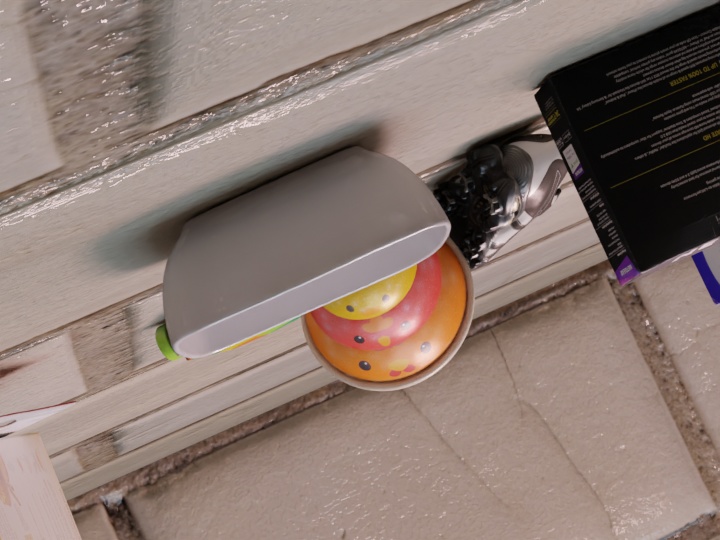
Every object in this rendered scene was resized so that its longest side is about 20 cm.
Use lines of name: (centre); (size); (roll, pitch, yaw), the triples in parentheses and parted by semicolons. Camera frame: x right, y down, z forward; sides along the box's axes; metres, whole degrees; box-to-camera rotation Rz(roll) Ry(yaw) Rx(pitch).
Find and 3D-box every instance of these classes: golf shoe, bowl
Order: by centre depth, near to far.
bowl: (-0.045, -0.015, 1.329); (0.199, 0.075, 0.200); (-25, 174, -3)
golf shoe: (0.119, -0.057, 1.602); (0.094, 0.078, 0.200); (-23, 175, -16)

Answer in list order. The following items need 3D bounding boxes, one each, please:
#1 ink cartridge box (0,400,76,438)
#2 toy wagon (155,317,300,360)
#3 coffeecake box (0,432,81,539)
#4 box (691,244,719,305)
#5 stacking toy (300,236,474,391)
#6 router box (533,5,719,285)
ink cartridge box: (-0.336, 0.126, 1.535); (0.173, 0.044, 0.200); (-27, 174, 15)
toy wagon: (-0.081, 0.030, 1.736); (0.154, 0.040, 0.200); (-27, 174, 22)
coffeecake box: (-0.286, 0.214, 1.557); (0.073, 0.155, 0.200); (-23, 174, 9)
box: (0.394, -0.089, 1.905); (0.104, 0.185, 0.200); (-21, 173, -38)
stacking toy: (0.000, 0.000, 1.540); (0.145, 0.147, 0.200); (-25, 156, 7)
router box: (0.241, -0.098, 1.387); (0.199, 0.150, 0.051); (-23, 173, -12)
